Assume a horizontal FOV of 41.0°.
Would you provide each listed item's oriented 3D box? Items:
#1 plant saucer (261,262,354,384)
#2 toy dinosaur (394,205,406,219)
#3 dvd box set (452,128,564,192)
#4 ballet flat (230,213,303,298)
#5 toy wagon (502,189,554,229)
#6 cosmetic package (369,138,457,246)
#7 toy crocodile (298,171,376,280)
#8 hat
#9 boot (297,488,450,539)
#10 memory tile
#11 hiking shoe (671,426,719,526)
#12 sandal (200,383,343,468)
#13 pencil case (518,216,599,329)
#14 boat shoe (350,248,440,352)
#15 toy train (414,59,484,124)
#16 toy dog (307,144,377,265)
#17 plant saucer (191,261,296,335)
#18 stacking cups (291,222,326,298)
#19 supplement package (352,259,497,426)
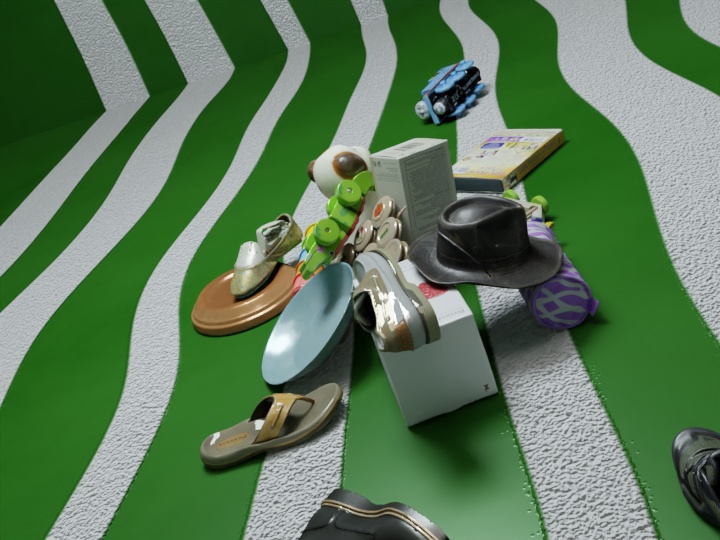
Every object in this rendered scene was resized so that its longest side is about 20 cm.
[{"bbox_3d":[-0.063,0.081,1.359,0.201,0.039,0.201,-42,26,27],"label":"plant saucer"},{"bbox_3d":[0.012,-0.004,1.421,0.060,0.107,0.200,2,-25,-22],"label":"toy dinosaur"},{"bbox_3d":[0.257,-0.202,1.747,0.146,0.029,0.200,7,36,45],"label":"dvd box set"},{"bbox_3d":[-0.165,-0.032,1.610,0.070,0.071,0.200,-3,31,34],"label":"ballet flat"},{"bbox_3d":[0.222,-0.066,1.494,0.155,0.040,0.200,-33,28,-23],"label":"toy wagon"},{"bbox_3d":[0.089,-0.087,1.432,0.103,0.201,0.073,-23,23,-34],"label":"cosmetic package"},{"bbox_3d":[-0.032,-0.068,1.416,0.200,0.062,0.068,-61,5,-31],"label":"toy crocodile"},{"bbox_3d":[0.158,-0.050,1.221,0.200,0.081,0.201,-1,25,1],"label":"hat"},{"bbox_3d":[-0.006,0.293,0.926,0.138,0.078,0.200,-42,18,-30],"label":"boot"},{"bbox_3d":[0.000,0.000,1.385,0.200,0.017,0.154,-52,32,31],"label":"memory tile"},{"bbox_3d":[0.328,0.181,0.839,0.076,0.101,0.200,-20,25,1],"label":"hiking shoe"},{"bbox_3d":[-0.116,0.189,1.226,0.199,0.054,0.080,-21,25,0],"label":"sandal"},{"bbox_3d":[0.249,0.004,1.292,0.085,0.084,0.200,15,25,-10],"label":"pencil case"},{"bbox_3d":[0.022,0.032,1.125,0.068,0.075,0.200,-21,26,-11],"label":"boat shoe"},{"bbox_3d":[0.194,-0.392,2.126,0.114,0.087,0.200,-11,27,41],"label":"toy train"},{"bbox_3d":[-0.007,-0.107,1.547,0.194,0.201,0.139,-32,19,-25],"label":"toy dog"},{"bbox_3d":[-0.193,0.038,1.613,0.199,0.038,0.200,-18,26,9],"label":"plant saucer"},{"bbox_3d":[-0.082,-0.006,1.599,0.060,0.061,0.200,-13,30,17],"label":"stacking cups"},{"bbox_3d":[0.077,0.080,1.217,0.121,0.120,0.200,-21,25,-1],"label":"supplement package"}]
